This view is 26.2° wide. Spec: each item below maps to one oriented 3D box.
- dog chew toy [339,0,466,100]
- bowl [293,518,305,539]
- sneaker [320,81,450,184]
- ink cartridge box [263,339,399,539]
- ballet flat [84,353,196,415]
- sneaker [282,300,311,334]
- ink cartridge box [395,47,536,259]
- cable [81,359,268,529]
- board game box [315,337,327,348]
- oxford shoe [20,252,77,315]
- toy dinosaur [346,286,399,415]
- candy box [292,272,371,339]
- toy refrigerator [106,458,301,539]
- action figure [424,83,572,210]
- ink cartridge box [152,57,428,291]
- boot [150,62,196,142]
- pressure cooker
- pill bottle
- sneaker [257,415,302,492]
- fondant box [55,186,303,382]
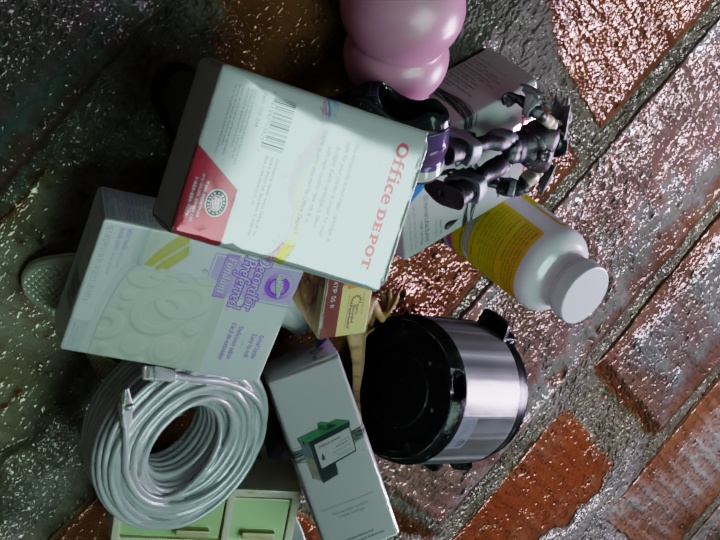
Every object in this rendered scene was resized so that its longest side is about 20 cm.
[{"bbox_3d":[0.036,-0.222,1.523,0.124,0.125,0.201,-25,144,-29],"label":"dog chew toy"},{"bbox_3d":[-0.165,0.331,1.757,0.198,0.090,0.204,1,85,-16],"label":"bowl"},{"bbox_3d":[-0.009,-0.153,1.494,0.197,0.076,0.088,11,135,1],"label":"sneaker"},{"bbox_3d":[-0.035,0.186,1.650,0.083,0.146,0.202,-20,96,-5],"label":"ink cartridge box"},{"bbox_3d":[-0.210,0.115,1.580,0.199,0.067,0.076,16,85,-52],"label":"ballet flat"},{"bbox_3d":[-0.134,0.033,1.599,0.116,0.074,0.200,-47,132,-2],"label":"sneaker"},{"bbox_3d":[0.096,-0.128,1.681,0.199,0.084,0.147,-31,138,-23],"label":"ink cartridge box"},{"bbox_3d":[-0.185,0.163,1.540,0.198,0.069,0.202,-2,118,-43],"label":"cable"},{"bbox_3d":[0.000,0.000,1.608,0.200,0.038,0.160,132,-28,-72],"label":"board game box"},{"bbox_3d":[-0.225,0.006,1.478,0.197,0.058,0.076,-3,127,-17],"label":"oxford shoe"},{"bbox_3d":[-0.005,0.059,1.731,0.106,0.060,0.203,-7,91,-58],"label":"toy dinosaur"},{"bbox_3d":[-0.049,-0.039,1.510,0.055,0.200,0.117,-7,127,-25],"label":"candy box"},{"bbox_3d":[-0.169,0.250,1.665,0.197,0.070,0.077,5,115,-17],"label":"toy refrigerator"},{"bbox_3d":[0.152,-0.127,1.619,0.199,0.069,0.132,-17,122,-40],"label":"action figure"},{"bbox_3d":[-0.061,-0.081,1.327,0.198,0.086,0.149,17,95,-24],"label":"ink cartridge box"},{"bbox_3d":[-0.120,-0.091,1.429,0.070,0.131,0.201,-39,128,-16],"label":"boot"},{"bbox_3d":[0.100,0.144,1.825,0.175,0.181,0.199,-22,162,36],"label":"pressure cooker"},{"bbox_3d":[0.188,-0.023,1.764,0.104,0.200,0.105,-25,136,-27],"label":"pill bottle"},{"bbox_3d":[-0.096,0.185,1.768,0.106,0.074,0.201,-44,145,-25],"label":"sneaker"},{"bbox_3d":[-0.166,0.016,1.431,0.198,0.058,0.145,11,120,-24],"label":"fondant box"}]
